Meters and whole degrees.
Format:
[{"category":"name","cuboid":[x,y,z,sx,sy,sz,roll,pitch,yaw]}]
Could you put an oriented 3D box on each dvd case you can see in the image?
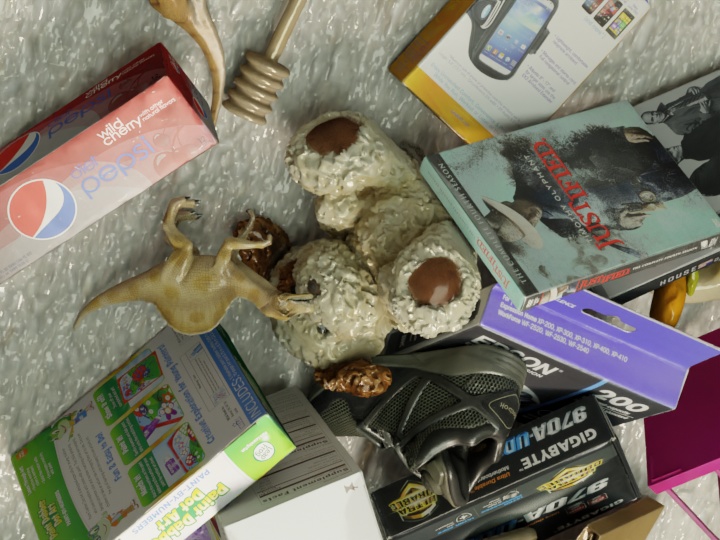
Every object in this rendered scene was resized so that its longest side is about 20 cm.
[{"category":"dvd case","cuboid":[0.245,-0.068,1.665,0.200,0.150,0.025,-23,152,-7]},{"category":"dvd case","cuboid":[0.163,-0.053,1.598,0.200,0.146,0.022,-17,149,-29]}]

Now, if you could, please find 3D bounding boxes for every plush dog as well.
[{"category":"plush dog","cuboid":[0.000,0.000,1.618,0.172,0.200,0.160,-40,162,14]}]

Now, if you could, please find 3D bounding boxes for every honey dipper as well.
[{"category":"honey dipper","cuboid":[-0.043,-0.203,1.566,0.038,0.038,0.200,23,101,-26]}]

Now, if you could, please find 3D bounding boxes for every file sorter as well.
[{"category":"file sorter","cuboid":[0.352,0.124,1.744,0.200,0.139,0.125,-26,128,26]}]

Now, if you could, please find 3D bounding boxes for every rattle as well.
[{"category":"rattle","cuboid":[0.319,0.011,1.721,0.200,0.143,0.130,28,104,-27]}]

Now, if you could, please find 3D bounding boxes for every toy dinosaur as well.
[{"category":"toy dinosaur","cuboid":[-0.129,-0.199,1.536,0.106,0.060,0.200,-28,119,26]},{"category":"toy dinosaur","cuboid":[-0.134,0.000,1.585,0.200,0.058,0.101,-1,76,19]}]

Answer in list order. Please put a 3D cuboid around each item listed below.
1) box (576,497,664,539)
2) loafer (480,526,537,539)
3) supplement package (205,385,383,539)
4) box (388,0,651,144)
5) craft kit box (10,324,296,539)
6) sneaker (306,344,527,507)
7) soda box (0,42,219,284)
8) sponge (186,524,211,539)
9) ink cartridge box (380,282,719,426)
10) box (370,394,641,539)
[{"category":"box","cuboid":[0.186,0.273,1.785,0.164,0.021,0.200,-62,160,12]},{"category":"loafer","cuboid":[0.115,0.276,1.759,0.076,0.067,0.200,-15,152,-14]},{"category":"supplement package","cuboid":[-0.059,0.184,1.603,0.109,0.200,0.114,-21,109,-9]},{"category":"box","cuboid":[0.131,-0.189,1.629,0.119,0.041,0.200,40,93,-28]},{"category":"craft kit box","cuboid":[-0.161,0.137,1.580,0.197,0.200,0.049,-37,120,0]},{"category":"sneaker","cuboid":[0.033,0.126,1.646,0.199,0.114,0.076,-8,146,33]},{"category":"soda box","cuboid":[-0.205,-0.077,1.531,0.200,0.063,0.070,-32,120,8]},{"category":"sponge","cuboid":[-0.089,0.247,1.749,0.112,0.030,0.200,-15,116,-12]},{"category":"ink cartridge box","cuboid":[0.150,0.071,1.672,0.198,0.200,0.043,23,62,-25]},{"category":"box","cuboid":[0.121,0.184,1.723,0.200,0.046,0.159,-24,153,3]}]
